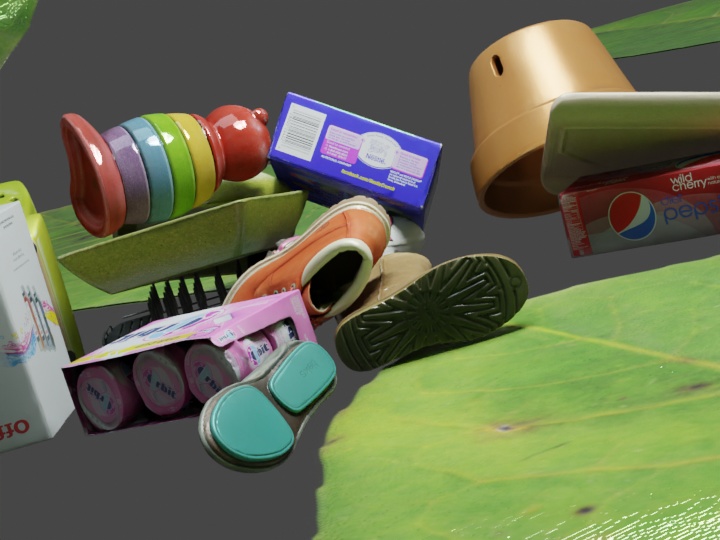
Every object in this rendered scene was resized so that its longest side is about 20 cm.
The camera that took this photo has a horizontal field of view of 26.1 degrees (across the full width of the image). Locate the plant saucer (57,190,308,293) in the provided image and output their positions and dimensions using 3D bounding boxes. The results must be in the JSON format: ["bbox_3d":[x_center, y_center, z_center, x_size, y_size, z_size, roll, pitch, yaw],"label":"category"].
[{"bbox_3d":[-0.163,-0.024,1.517,0.199,0.048,0.200,-16,1,17],"label":"plant saucer"}]

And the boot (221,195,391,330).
[{"bbox_3d":[-0.058,0.025,1.322,0.200,0.075,0.107,-44,14,18],"label":"boot"}]

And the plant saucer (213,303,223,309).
[{"bbox_3d":[-0.103,0.039,1.428,0.199,0.019,0.070,-27,25,11],"label":"plant saucer"}]

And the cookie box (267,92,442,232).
[{"bbox_3d":[-0.004,-0.106,1.640,0.170,0.076,0.200,19,-7,3],"label":"cookie box"}]

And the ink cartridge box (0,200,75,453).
[{"bbox_3d":[-0.354,0.060,1.381,0.144,0.202,0.145,-15,9,4],"label":"ink cartridge box"}]

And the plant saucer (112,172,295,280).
[{"bbox_3d":[-0.172,-0.051,1.699,0.198,0.048,0.200,-6,-21,-9],"label":"plant saucer"}]

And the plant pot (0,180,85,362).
[{"bbox_3d":[-0.391,0.039,1.569,0.199,0.201,0.181,-20,18,-20],"label":"plant pot"}]

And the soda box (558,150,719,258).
[{"bbox_3d":[0.283,-0.064,1.397,0.199,0.064,0.070,-9,13,31],"label":"soda box"}]

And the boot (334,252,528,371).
[{"bbox_3d":[0.053,0.015,1.343,0.174,0.067,0.200,-18,10,5],"label":"boot"}]

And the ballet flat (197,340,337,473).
[{"bbox_3d":[-0.075,0.110,1.128,0.064,0.067,0.200,-42,-1,26],"label":"ballet flat"}]

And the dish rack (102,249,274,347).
[{"bbox_3d":[-0.178,0.032,1.632,0.198,0.055,0.153,-17,10,-2],"label":"dish rack"}]

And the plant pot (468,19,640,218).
[{"bbox_3d":[0.194,-0.159,1.585,0.198,0.141,0.200,-16,-20,-6],"label":"plant pot"}]

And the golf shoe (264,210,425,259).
[{"bbox_3d":[0.000,0.000,1.530,0.199,0.073,0.092,-20,43,-41],"label":"golf shoe"}]

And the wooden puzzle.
[{"bbox_3d":[0.261,-0.120,1.429,0.183,0.038,0.200,0,-18,4],"label":"wooden puzzle"}]

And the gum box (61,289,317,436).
[{"bbox_3d":[-0.136,0.077,1.283,0.199,0.067,0.113,-13,10,41],"label":"gum box"}]

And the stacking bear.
[{"bbox_3d":[-0.183,-0.111,1.556,0.199,0.122,0.114,-18,36,-25],"label":"stacking bear"}]
